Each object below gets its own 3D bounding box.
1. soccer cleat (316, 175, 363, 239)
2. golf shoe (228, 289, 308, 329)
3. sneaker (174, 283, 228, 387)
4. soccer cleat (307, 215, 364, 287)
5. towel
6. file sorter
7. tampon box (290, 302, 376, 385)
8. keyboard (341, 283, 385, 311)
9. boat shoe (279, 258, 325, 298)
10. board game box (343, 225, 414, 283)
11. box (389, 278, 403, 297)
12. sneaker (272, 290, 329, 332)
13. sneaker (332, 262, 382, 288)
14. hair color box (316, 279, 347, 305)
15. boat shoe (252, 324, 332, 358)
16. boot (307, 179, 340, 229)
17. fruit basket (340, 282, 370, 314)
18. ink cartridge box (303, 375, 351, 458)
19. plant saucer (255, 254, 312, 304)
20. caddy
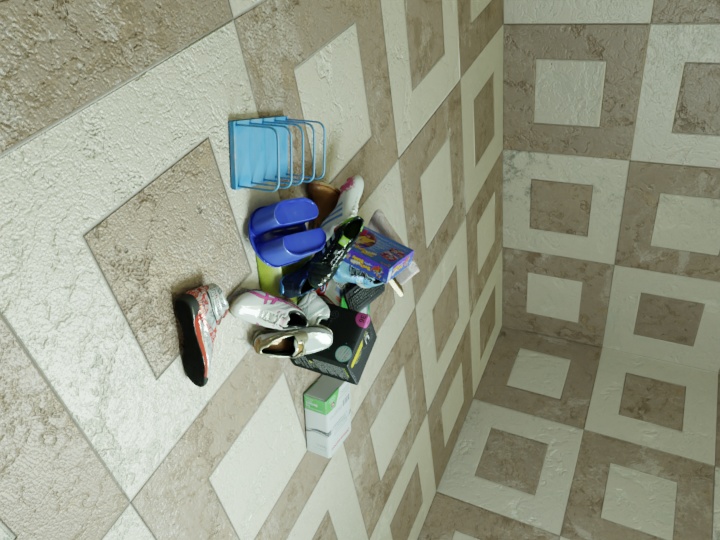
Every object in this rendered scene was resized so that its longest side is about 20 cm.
[{"bbox_3d":[-0.031,-0.148,1.513,0.202,0.086,0.070,-59,146,-13],"label":"soccer cleat"},{"bbox_3d":[-0.203,0.093,1.354,0.198,0.092,0.074,11,103,-45],"label":"golf shoe"},{"bbox_3d":[-0.309,0.128,1.212,0.108,0.066,0.205,-35,128,-53],"label":"sneaker"},{"bbox_3d":[-0.059,-0.050,1.404,0.201,0.067,0.081,-57,-173,-19],"label":"soccer cleat"},{"bbox_3d":[0.088,-0.061,1.681,0.032,0.201,0.191,-32,174,-12],"label":"towel"},{"bbox_3d":[-0.173,-0.253,1.290,0.199,0.121,0.141,-31,128,-58],"label":"file sorter"},{"bbox_3d":[-0.079,0.182,1.557,0.127,0.197,0.152,70,38,-55],"label":"tampon box"},{"bbox_3d":[0.008,0.037,1.716,0.200,0.020,0.129,-36,109,-52],"label":"keyboard"},{"bbox_3d":[-0.120,0.028,1.460,0.200,0.068,0.086,-42,136,-52],"label":"boat shoe"},{"bbox_3d":[0.022,-0.052,1.555,0.134,0.198,0.045,-33,144,-49],"label":"board game box"},{"bbox_3d":[0.060,-0.028,1.788,0.201,0.021,0.164,54,10,-18],"label":"box"},{"bbox_3d":[-0.156,0.145,1.480,0.201,0.080,0.071,-48,168,-15],"label":"sneaker"},{"bbox_3d":[0.000,0.000,1.621,0.198,0.089,0.080,12,79,-48],"label":"sneaker"},{"bbox_3d":[-0.072,-0.011,1.668,0.111,0.063,0.203,46,57,-59],"label":"hair color box"},{"bbox_3d":[-0.155,0.177,1.422,0.196,0.068,0.076,-5,109,-19],"label":"boat shoe"},{"bbox_3d":[-0.105,-0.137,1.556,0.200,0.076,0.158,47,61,-68],"label":"boot"},{"bbox_3d":[0.004,0.058,1.825,0.200,0.092,0.188,-47,140,-53],"label":"fruit basket"},{"bbox_3d":[-0.095,0.423,1.763,0.146,0.083,0.203,-38,133,-55],"label":"ink cartridge box"},{"bbox_3d":[-0.172,0.007,1.479,0.200,0.047,0.203,-43,137,-52],"label":"plant saucer"},{"bbox_3d":[-0.172,-0.088,1.371,0.199,0.104,0.144,-19,91,-55],"label":"caddy"}]
